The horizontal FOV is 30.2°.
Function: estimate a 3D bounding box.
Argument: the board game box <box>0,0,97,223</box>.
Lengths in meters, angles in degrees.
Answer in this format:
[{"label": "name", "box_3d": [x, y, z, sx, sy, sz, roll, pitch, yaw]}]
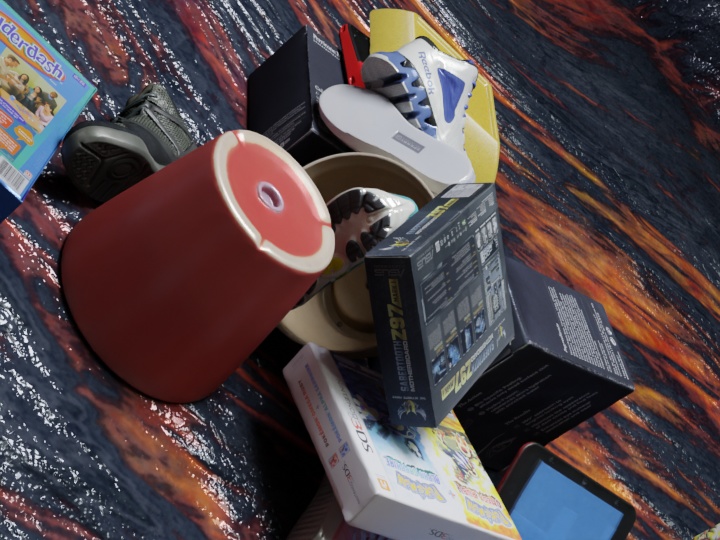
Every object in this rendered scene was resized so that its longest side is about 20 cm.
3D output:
[{"label": "board game box", "box_3d": [-0.323, -0.150, 1.146, 0.152, 0.045, 0.201, 44, 32, -18]}]

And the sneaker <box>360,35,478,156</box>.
[{"label": "sneaker", "box_3d": [0.090, -0.167, 1.439, 0.115, 0.080, 0.201, -39, 115, -29]}]

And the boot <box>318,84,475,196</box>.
[{"label": "boot", "box_3d": [0.032, -0.109, 1.393, 0.073, 0.096, 0.199, -36, 59, -29]}]

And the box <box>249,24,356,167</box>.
[{"label": "box", "box_3d": [-0.022, -0.141, 1.517, 0.199, 0.104, 0.184, 34, 36, -33]}]

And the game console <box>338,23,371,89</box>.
[{"label": "game console", "box_3d": [0.056, -0.180, 1.546, 0.199, 0.031, 0.178, 30, 32, -38]}]

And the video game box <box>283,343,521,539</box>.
[{"label": "video game box", "box_3d": [0.038, 0.168, 1.198, 0.199, 0.047, 0.183, 26, 27, -40]}]

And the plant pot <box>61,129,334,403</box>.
[{"label": "plant pot", "box_3d": [-0.130, -0.015, 1.157, 0.200, 0.177, 0.202, 36, 34, -29]}]

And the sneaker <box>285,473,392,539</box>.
[{"label": "sneaker", "box_3d": [0.003, 0.231, 1.203, 0.105, 0.075, 0.200, 46, 26, -5]}]

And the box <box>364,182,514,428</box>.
[{"label": "box", "box_3d": [0.075, 0.026, 1.199, 0.200, 0.050, 0.160, -40, 124, -55]}]

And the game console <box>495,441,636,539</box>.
[{"label": "game console", "box_3d": [0.214, 0.308, 1.384, 0.199, 0.119, 0.173, 34, 27, -32]}]

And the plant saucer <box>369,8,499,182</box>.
[{"label": "plant saucer", "box_3d": [0.095, -0.213, 1.564, 0.199, 0.048, 0.201, 38, 28, -24]}]

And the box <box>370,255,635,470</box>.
[{"label": "box", "box_3d": [0.149, 0.103, 1.424, 0.199, 0.196, 0.119, 23, 41, -43]}]

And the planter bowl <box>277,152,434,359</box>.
[{"label": "planter bowl", "box_3d": [0.000, 0.000, 1.347, 0.135, 0.198, 0.202, 54, 12, -69]}]

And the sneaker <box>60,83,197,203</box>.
[{"label": "sneaker", "box_3d": [-0.218, -0.122, 1.238, 0.199, 0.076, 0.115, 9, 49, -60]}]

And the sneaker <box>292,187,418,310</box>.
[{"label": "sneaker", "box_3d": [-0.030, -0.017, 1.239, 0.079, 0.198, 0.079, -12, 80, -57]}]

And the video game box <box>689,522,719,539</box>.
[{"label": "video game box", "box_3d": [0.440, 0.388, 1.575, 0.047, 0.182, 0.201, 39, 32, -24]}]
